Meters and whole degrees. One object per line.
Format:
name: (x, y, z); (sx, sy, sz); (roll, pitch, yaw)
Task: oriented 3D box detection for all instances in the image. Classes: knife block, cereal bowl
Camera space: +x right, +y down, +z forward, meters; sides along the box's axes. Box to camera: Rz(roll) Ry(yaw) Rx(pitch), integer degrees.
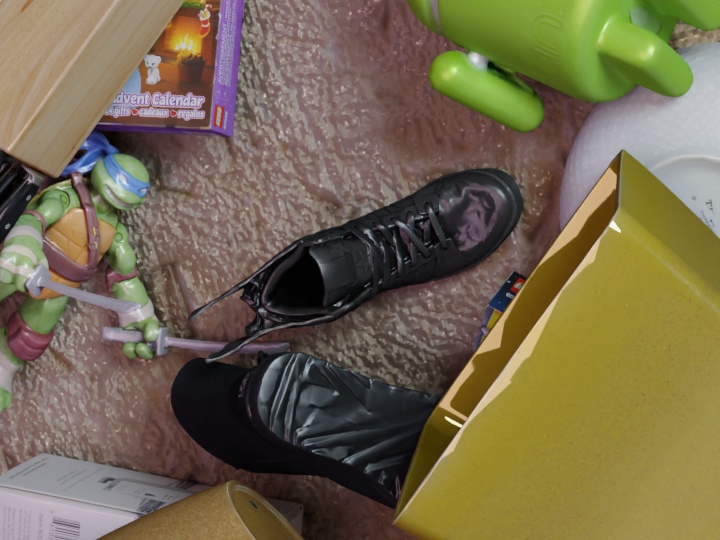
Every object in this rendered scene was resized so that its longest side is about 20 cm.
knife block: (-0.195, -0.098, 1.412); (0.200, 0.064, 0.176); (-11, 74, 19)
cereal bowl: (0.206, -0.029, 1.352); (0.200, 0.083, 0.200); (5, 104, 19)

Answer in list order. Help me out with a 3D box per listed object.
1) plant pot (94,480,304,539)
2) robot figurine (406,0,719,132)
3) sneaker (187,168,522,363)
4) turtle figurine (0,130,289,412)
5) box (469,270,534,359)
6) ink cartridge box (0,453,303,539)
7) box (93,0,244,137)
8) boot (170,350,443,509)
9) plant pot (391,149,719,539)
plant pot: (-0.121, 0.226, 1.412); (0.200, 0.186, 0.186); (-42, 85, 8)
robot figurine: (0.107, -0.169, 1.330); (0.200, 0.116, 0.176); (27, 93, 29)
sneaker: (-0.001, -0.003, 1.422); (0.200, 0.104, 0.060); (-22, 93, 20)
turtle figurine: (-0.193, 0.030, 1.488); (0.194, 0.144, 0.200); (-39, 82, 22)
box: (0.154, 0.101, 1.396); (0.200, 0.038, 0.137); (30, 139, 13)
ink cartridge box: (-0.145, 0.215, 1.544); (0.200, 0.083, 0.147); (9, 105, 19)
box: (-0.172, -0.158, 1.476); (0.200, 0.039, 0.137); (4, 87, 21)
boot: (-0.008, 0.105, 1.444); (0.200, 0.168, 0.076); (25, 79, -18)
plant pot: (0.152, 0.079, 1.245); (0.176, 0.200, 0.200); (35, 104, -1)
